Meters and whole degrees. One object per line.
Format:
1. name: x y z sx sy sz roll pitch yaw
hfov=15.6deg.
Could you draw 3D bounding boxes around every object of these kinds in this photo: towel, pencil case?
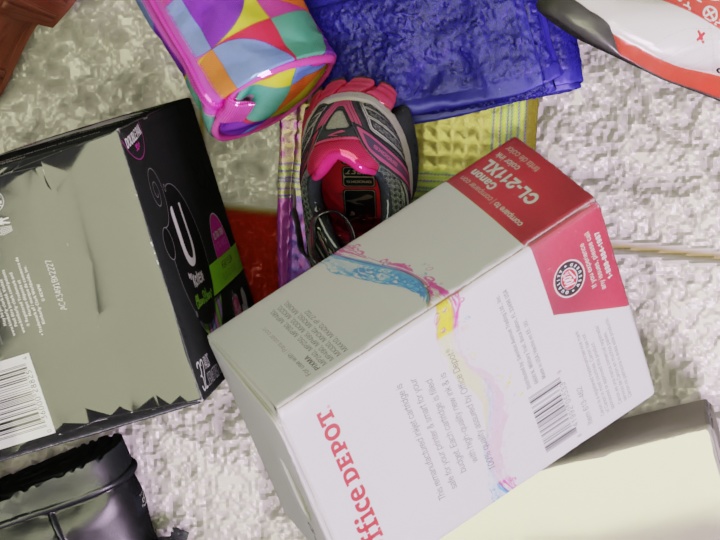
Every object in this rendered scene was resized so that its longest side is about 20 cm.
1. towel: 0.032 -0.181 1.420 0.147 0.050 0.201 -11 89 5
2. pencil case: -0.094 -0.168 1.411 0.088 0.088 0.200 -35 77 10
3. towel: 0.025 -0.033 1.469 0.143 0.023 0.201 3 99 5

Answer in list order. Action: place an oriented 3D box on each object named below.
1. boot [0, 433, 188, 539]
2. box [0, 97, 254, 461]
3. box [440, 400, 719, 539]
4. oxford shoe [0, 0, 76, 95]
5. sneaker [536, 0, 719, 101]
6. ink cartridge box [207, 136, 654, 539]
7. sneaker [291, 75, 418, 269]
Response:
1. boot: -0.180 0.197 1.503 0.198 0.073 0.163 -21 101 10
2. box: -0.142 0.001 1.401 0.124 0.200 0.149 -16 96 9
3. box: 0.104 0.132 1.447 0.199 0.082 0.069 -14 96 9
4. oxford shoe: -0.230 -0.136 1.471 0.200 0.071 0.074 -42 62 14
5. sneaker: 0.198 -0.145 1.396 0.201 0.067 0.108 21 99 -16
6. ink cartridge box: 0.038 0.049 1.366 0.200 0.083 0.146 -32 132 -13
7. sneaker: 0.000 0.000 1.412 0.080 0.075 0.201 -7 118 12
